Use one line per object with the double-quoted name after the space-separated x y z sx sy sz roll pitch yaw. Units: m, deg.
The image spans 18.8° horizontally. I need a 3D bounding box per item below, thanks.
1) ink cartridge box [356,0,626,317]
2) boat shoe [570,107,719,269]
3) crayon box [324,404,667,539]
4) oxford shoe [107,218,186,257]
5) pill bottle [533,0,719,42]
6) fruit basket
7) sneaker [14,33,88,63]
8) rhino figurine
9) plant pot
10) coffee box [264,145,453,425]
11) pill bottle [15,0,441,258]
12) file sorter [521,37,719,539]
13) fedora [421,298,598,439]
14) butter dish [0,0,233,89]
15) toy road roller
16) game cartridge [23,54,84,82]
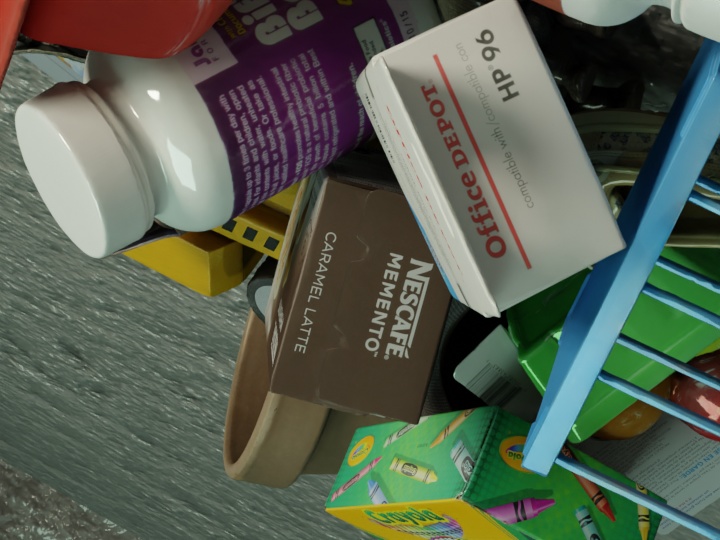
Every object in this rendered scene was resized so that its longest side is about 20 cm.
0.053 -0.048 0.925 0.200 0.067 0.117 -134 19 -87 "ink cartridge box"
0.144 -0.037 1.045 0.198 0.063 0.073 -7 152 21 "boat shoe"
0.073 0.135 1.254 0.118 0.059 0.200 29 163 -17 "crayon box"
-0.084 -0.057 1.212 0.071 0.073 0.199 37 140 -24 "oxford shoe"
0.073 -0.165 0.853 0.199 0.113 0.112 25 161 15 "pill bottle"
0.178 0.046 1.206 0.200 0.185 0.094 34 -155 -37 "fruit basket"
-0.109 -0.134 1.134 0.198 0.061 0.104 3 -160 -4 "sneaker"
0.079 -0.116 1.060 0.087 0.060 0.200 18 157 26 "rhino figurine"
0.014 0.066 1.482 0.173 0.202 0.200 16 165 -11 "plant pot"
0.000 0.000 1.159 0.079 0.115 0.200 14 -171 -5 "coffee box"
-0.065 -0.088 1.069 0.112 0.199 0.113 45 153 30 "pill bottle"
0.171 -0.002 0.945 0.122 0.139 0.201 24 119 2 "file sorter"
0.109 0.030 1.295 0.200 0.176 0.091 47 -161 -36 "fedora"
-0.077 -0.177 0.964 0.147 0.201 0.200 16 160 -10 "butter dish"
-0.066 -0.066 1.337 0.199 0.123 0.147 24 146 18 "toy road roller"
-0.178 -0.162 1.384 0.133 0.042 0.200 42 159 -20 "game cartridge"
